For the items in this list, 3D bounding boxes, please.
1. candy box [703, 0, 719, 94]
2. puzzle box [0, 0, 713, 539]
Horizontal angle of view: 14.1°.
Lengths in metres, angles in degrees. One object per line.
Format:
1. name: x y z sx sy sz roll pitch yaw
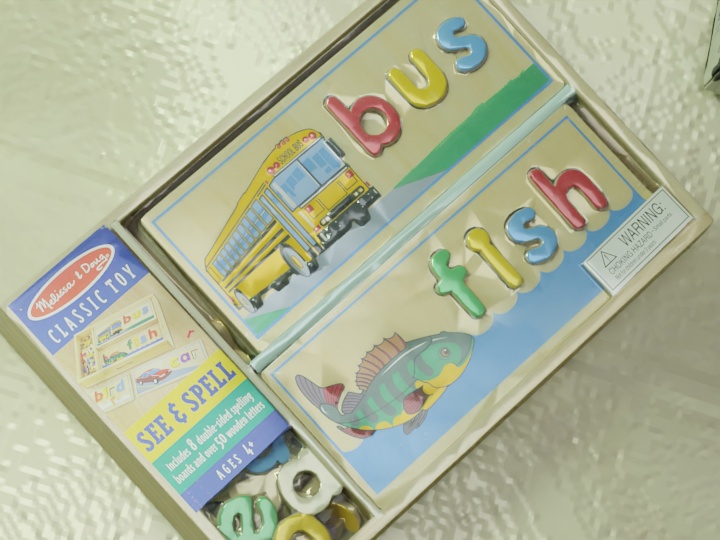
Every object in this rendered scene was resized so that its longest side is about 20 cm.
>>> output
1. candy box: 0.204 -0.143 0.991 0.135 0.061 0.201 14 71 -7
2. puzzle box: 0.000 0.000 0.926 0.200 0.025 0.133 -42 83 -19
